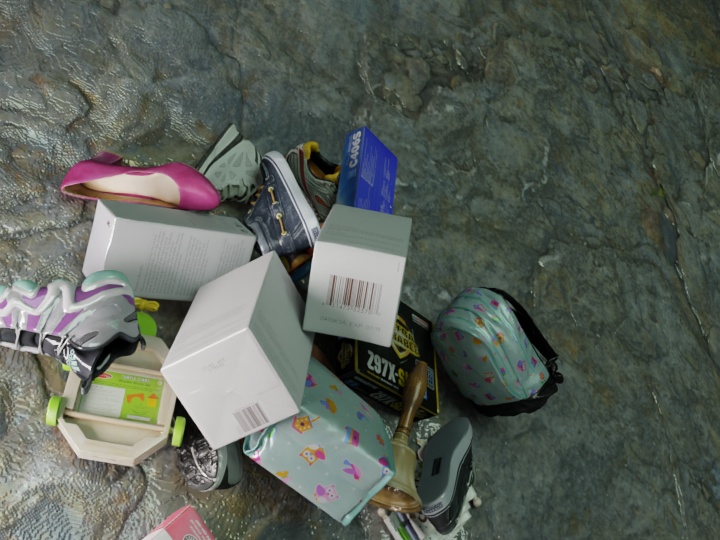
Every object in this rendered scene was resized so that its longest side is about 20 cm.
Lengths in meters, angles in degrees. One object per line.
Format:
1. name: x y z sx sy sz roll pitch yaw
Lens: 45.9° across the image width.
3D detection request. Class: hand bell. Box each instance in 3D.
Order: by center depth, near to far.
1. hand bell: 0.059 0.216 1.171 0.103 0.104 0.203 31 58 -21

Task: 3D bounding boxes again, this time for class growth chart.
1. growth chart: 0.100 0.336 1.233 0.146 0.018 0.199 52 42 0

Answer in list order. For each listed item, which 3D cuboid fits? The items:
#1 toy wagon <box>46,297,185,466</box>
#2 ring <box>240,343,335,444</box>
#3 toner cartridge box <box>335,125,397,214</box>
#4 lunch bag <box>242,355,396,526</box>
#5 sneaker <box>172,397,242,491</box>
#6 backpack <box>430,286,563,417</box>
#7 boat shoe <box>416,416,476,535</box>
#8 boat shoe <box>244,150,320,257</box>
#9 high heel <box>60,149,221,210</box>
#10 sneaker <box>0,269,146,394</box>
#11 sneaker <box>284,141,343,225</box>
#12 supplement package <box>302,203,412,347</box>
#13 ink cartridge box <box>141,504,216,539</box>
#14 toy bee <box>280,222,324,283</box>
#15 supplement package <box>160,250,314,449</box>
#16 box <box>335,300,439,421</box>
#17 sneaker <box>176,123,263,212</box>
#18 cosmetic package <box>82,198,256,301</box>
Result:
1. toy wagon: -0.274 0.126 1.002 0.152 0.040 0.203 12 53 -10
2. ring: -0.107 0.171 1.160 0.197 0.019 0.204 21 53 -29
3. toner cartridge box: 0.008 -0.115 1.325 0.095 0.043 0.204 37 48 -40
4. lunch bag: -0.052 0.195 1.088 0.169 0.122 0.201 38 15 -16
5. sneaker: -0.192 0.177 1.056 0.079 0.073 0.204 31 39 -55
6. backpack: 0.202 0.127 1.326 0.127 0.165 0.202 -44 110 -42
7. boat shoe: 0.133 0.292 1.220 0.069 0.072 0.200 59 23 -17
8. boat shoe: -0.127 -0.093 1.188 0.089 0.072 0.201 -22 44 -9
9. high heel: -0.284 -0.103 1.101 0.196 0.068 0.096 21 38 7
10. sneaker: -0.335 0.080 0.939 0.196 0.078 0.141 -14 58 -24
11. sneaker: -0.045 -0.116 1.350 0.200 0.082 0.078 47 42 -8
12. supplement package: 0.000 0.000 1.105 0.114 0.120 0.200 10 18 3
13. ink cartridge box: -0.220 0.371 0.887 0.148 0.082 0.199 54 43 1
14. toy bee: -0.083 -0.021 1.238 0.130 0.108 0.202 40 44 -15
15. supplement package: -0.136 0.088 1.013 0.121 0.119 0.201 60 16 -21
16. box: 0.041 0.117 1.264 0.199 0.049 0.163 34 46 -41
17. sneaker: -0.188 -0.123 1.236 0.115 0.076 0.202 38 43 -12
18. cosmetic package: -0.244 -0.021 1.093 0.197 0.103 0.071 7 19 -38
